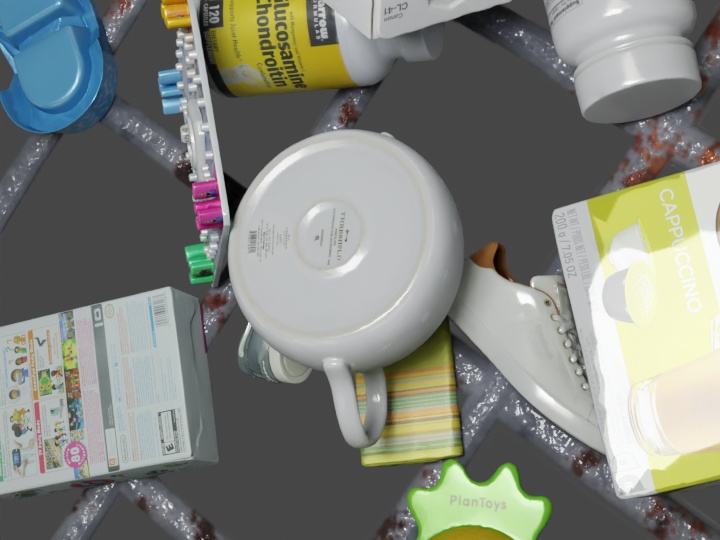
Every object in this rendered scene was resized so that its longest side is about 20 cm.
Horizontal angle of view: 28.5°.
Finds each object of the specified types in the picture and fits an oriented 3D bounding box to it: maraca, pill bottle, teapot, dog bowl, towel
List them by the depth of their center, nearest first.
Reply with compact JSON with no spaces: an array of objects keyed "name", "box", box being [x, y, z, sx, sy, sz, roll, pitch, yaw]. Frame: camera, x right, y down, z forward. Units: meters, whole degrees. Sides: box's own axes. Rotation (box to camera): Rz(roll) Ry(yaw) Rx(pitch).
[{"name":"maraca","box":[0.086,0.246,1.073,0.135,0.107,0.203,2,82,12]},{"name":"pill bottle","box":[0.198,-0.226,1.105,0.112,0.113,0.203,-15,77,17]},{"name":"teapot","box":[0.000,0.000,1.106,0.200,0.146,0.197,-46,63,-1]},{"name":"towel","box":[0.035,0.059,1.173,0.085,0.018,0.203,-7,78,13]},{"name":"pill bottle","box":[-0.034,-0.208,1.188,0.197,0.112,0.114,-3,80,20]},{"name":"dog bowl","box":[-0.290,-0.217,1.318,0.110,0.050,0.202,-26,74,15]}]

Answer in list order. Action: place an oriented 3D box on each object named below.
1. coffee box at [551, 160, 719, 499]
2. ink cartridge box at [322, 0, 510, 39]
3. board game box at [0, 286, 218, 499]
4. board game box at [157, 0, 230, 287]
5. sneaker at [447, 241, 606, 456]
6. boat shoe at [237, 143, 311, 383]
[{"name":"coffee box","box":[0.265,0.042,0.990,0.195,0.200,0.202,-15,77,17]},{"name":"ink cartridge box","box":[0.015,-0.274,1.100,0.146,0.086,0.200,-22,44,-27]},{"name":"board game box","box":[-0.231,0.110,1.236,0.197,0.064,0.150,-12,77,17]},{"name":"board game box","box":[-0.140,-0.105,1.170,0.025,0.200,0.203,-8,77,-11]},{"name":"sneaker","box":[0.147,0.056,1.099,0.085,0.073,0.200,-47,68,9]},{"name":"boat shoe","box":[-0.071,-0.006,1.192,0.061,0.072,0.203,-3,80,37]}]
